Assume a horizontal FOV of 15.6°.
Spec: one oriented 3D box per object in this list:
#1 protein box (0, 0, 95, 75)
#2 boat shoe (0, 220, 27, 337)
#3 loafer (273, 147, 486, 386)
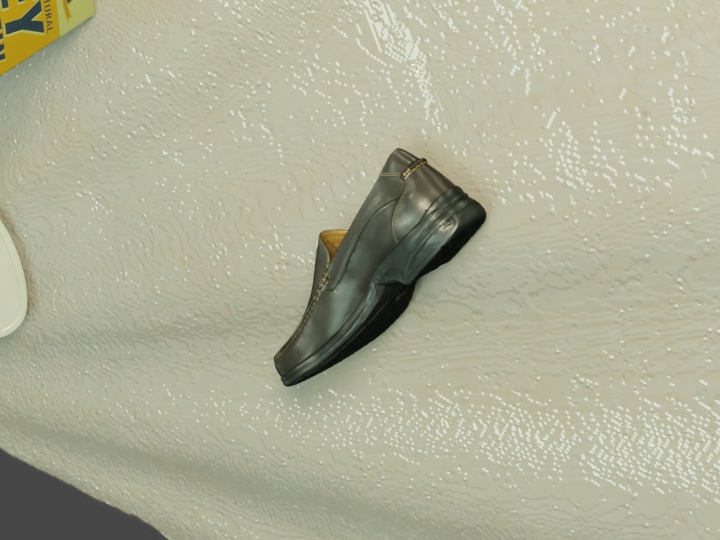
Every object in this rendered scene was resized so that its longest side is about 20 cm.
[{"bbox_3d":[-0.319,-0.202,1.740,0.198,0.200,0.135,8,119,28],"label":"protein box"},{"bbox_3d":[-0.313,-0.039,1.931,0.200,0.073,0.062,54,172,-14],"label":"boat shoe"},{"bbox_3d":[0.000,0.000,1.752,0.072,0.073,0.200,49,120,10],"label":"loafer"}]
